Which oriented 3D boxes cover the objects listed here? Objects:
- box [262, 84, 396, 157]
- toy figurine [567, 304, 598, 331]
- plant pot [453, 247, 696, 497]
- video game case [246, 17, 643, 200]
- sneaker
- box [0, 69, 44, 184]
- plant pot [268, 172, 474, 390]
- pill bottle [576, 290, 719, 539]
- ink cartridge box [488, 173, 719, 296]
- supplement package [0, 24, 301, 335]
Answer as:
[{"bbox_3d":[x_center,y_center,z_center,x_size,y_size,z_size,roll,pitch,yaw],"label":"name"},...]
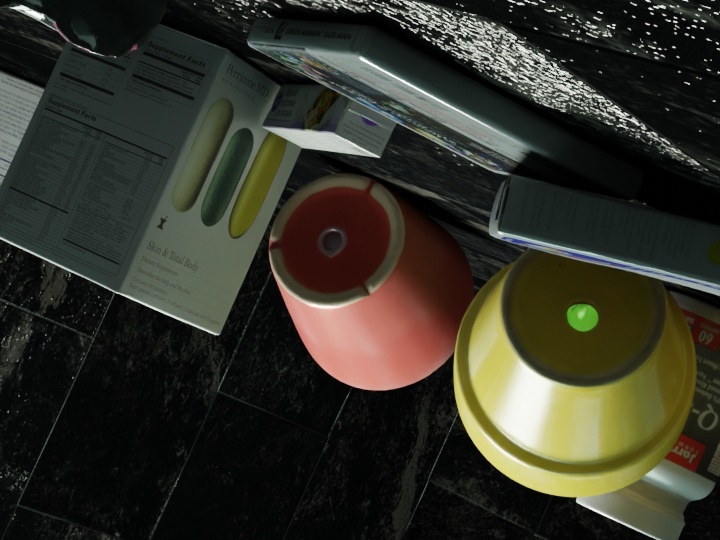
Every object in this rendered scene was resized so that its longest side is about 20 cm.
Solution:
[{"bbox_3d":[-0.023,-0.111,1.498,0.041,0.039,0.200,27,177,-17],"label":"box"},{"bbox_3d":[0.281,0.077,1.934,0.183,0.151,0.200,12,156,-13],"label":"toy figurine"},{"bbox_3d":[0.173,0.062,1.643,0.200,0.201,0.189,24,163,12],"label":"plant pot"},{"bbox_3d":[0.048,-0.100,1.243,0.199,0.023,0.182,25,177,-25],"label":"video game case"},{"bbox_3d":[-0.218,-0.195,1.249,0.200,0.081,0.086,34,-177,-38],"label":"sneaker"},{"bbox_3d":[-0.509,-0.176,2.990,0.183,0.201,0.105,23,178,33],"label":"box"},{"bbox_3d":[0.000,0.000,2.077,0.200,0.201,0.177,23,169,25],"label":"plant pot"},{"bbox_3d":[0.271,0.129,1.790,0.115,0.201,0.116,24,177,1],"label":"pill bottle"},{"bbox_3d":[0.180,-0.016,1.264,0.199,0.047,0.198,13,180,2],"label":"ink cartridge box"},{"bbox_3d":[-0.163,-0.080,1.623,0.150,0.201,0.152,22,177,31],"label":"supplement package"}]
